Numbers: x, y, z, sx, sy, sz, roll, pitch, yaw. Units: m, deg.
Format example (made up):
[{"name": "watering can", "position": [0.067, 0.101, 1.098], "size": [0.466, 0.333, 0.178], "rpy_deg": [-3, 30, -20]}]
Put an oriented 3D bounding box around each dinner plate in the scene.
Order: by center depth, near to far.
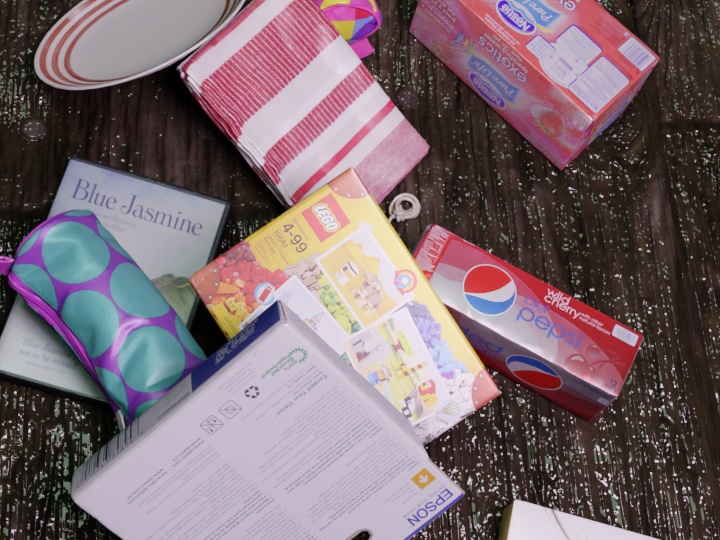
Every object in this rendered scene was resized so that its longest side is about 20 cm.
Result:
[{"name": "dinner plate", "position": [-0.182, -0.207, 1.033], "size": [0.199, 0.024, 0.201], "rpy_deg": [-15, 37, 12]}]

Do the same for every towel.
[{"name": "towel", "position": [-0.043, -0.135, 1.032], "size": [0.144, 0.023, 0.200], "rpy_deg": [-47, 107, -24]}]

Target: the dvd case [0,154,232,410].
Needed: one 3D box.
[{"name": "dvd case", "position": [-0.198, 0.012, 0.986], "size": [0.142, 0.018, 0.201], "rpy_deg": [16, 65, -3]}]

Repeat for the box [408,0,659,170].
[{"name": "box", "position": [0.153, -0.204, 1.104], "size": [0.200, 0.095, 0.103], "rpy_deg": [43, 66, 10]}]

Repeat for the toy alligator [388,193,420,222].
[{"name": "toy alligator", "position": [0.000, 0.000, 1.008], "size": [0.059, 0.054, 0.200], "rpy_deg": [31, 65, 4]}]

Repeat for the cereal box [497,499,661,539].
[{"name": "cereal box", "position": [0.194, 0.272, 0.932], "size": [0.199, 0.040, 0.145], "rpy_deg": [15, 64, -4]}]

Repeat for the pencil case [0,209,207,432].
[{"name": "pencil case", "position": [-0.182, 0.053, 0.914], "size": [0.092, 0.085, 0.200], "rpy_deg": [-30, 74, -35]}]

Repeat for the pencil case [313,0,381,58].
[{"name": "pencil case", "position": [-0.043, -0.293, 1.117], "size": [0.088, 0.088, 0.201], "rpy_deg": [-11, 71, -15]}]

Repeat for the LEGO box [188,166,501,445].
[{"name": "LEGO box", "position": [-0.012, 0.047, 0.922], "size": [0.149, 0.077, 0.200], "rpy_deg": [-34, 92, -2]}]

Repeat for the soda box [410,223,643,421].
[{"name": "soda box", "position": [0.124, 0.043, 1.003], "size": [0.199, 0.070, 0.064], "rpy_deg": [29, 65, 3]}]

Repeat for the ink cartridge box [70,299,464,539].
[{"name": "ink cartridge box", "position": [-0.062, 0.148, 0.855], "size": [0.196, 0.043, 0.200], "rpy_deg": [-39, 118, 10]}]
